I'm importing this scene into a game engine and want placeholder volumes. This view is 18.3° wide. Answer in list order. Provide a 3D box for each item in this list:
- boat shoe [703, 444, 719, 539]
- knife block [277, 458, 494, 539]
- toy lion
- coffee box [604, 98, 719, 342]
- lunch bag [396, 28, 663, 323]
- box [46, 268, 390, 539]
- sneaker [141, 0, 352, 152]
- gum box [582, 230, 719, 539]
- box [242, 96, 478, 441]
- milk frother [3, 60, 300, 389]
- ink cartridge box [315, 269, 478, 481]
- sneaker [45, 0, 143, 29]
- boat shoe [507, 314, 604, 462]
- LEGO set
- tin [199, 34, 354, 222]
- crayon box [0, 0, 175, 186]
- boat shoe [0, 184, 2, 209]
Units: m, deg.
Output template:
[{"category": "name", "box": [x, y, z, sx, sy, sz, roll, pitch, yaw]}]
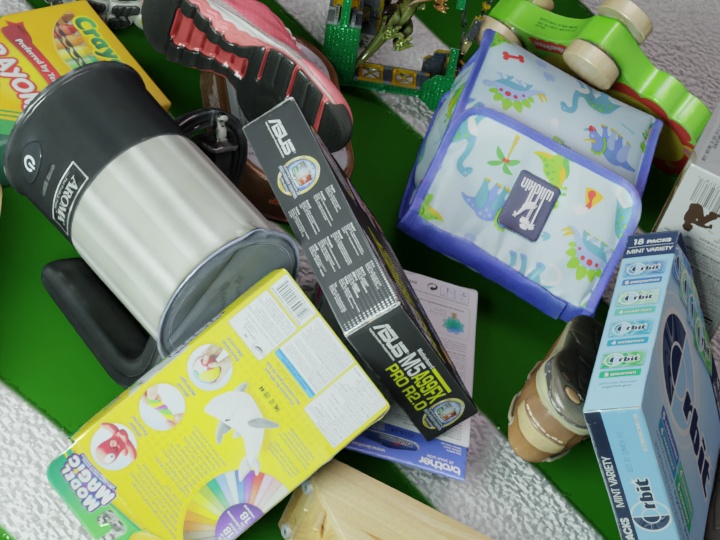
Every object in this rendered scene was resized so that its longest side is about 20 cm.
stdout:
[{"category": "boat shoe", "box": [0.287, 0.172, 1.623, 0.071, 0.061, 0.202, 21, 40, -8]}, {"category": "knife block", "box": [0.062, 0.205, 1.468, 0.175, 0.064, 0.200, -5, 49, -33]}, {"category": "toy lion", "box": [0.210, -0.151, 1.872, 0.069, 0.192, 0.200, -51, 37, -12]}, {"category": "coffee box", "box": [0.261, -0.019, 1.704, 0.079, 0.201, 0.113, 27, 41, 6]}, {"category": "lunch bag", "box": [0.129, -0.066, 1.752, 0.169, 0.128, 0.201, 28, 50, -5]}, {"category": "box", "box": [-0.093, 0.106, 1.419, 0.200, 0.048, 0.118, -39, 97, -13]}, {"category": "sneaker", "box": [-0.073, -0.171, 1.734, 0.200, 0.074, 0.087, 38, 40, 15]}, {"category": "gum box", "box": [0.213, 0.099, 1.586, 0.044, 0.171, 0.200, -6, 34, 21]}, {"category": "box", "box": [0.000, 0.000, 1.531, 0.044, 0.160, 0.201, -30, 52, 4]}, {"category": "milk frother", "box": [-0.112, -0.035, 1.533, 0.199, 0.181, 0.188, -27, 58, -29]}, {"category": "ink cartridge box", "box": [0.021, 0.074, 1.603, 0.119, 0.042, 0.201, 17, 38, -9]}, {"category": "sneaker", "box": [-0.185, -0.241, 1.815, 0.199, 0.077, 0.085, 18, 34, -26]}, {"category": "boat shoe", "box": [0.150, 0.088, 1.626, 0.076, 0.074, 0.200, 48, 21, 7]}, {"category": "LEGO set", "box": [0.036, -0.239, 1.845, 0.153, 0.201, 0.116, 2, 40, 3]}, {"category": "tin", "box": [-0.067, -0.119, 1.767, 0.111, 0.042, 0.201, 5, 45, -17]}, {"category": "crayon box", "box": [-0.235, -0.137, 1.685, 0.199, 0.051, 0.127, -18, 56, -40]}, {"category": "boat shoe", "box": [-0.284, 0.006, 1.490, 0.070, 0.071, 0.201, 18, 41, -16]}]
